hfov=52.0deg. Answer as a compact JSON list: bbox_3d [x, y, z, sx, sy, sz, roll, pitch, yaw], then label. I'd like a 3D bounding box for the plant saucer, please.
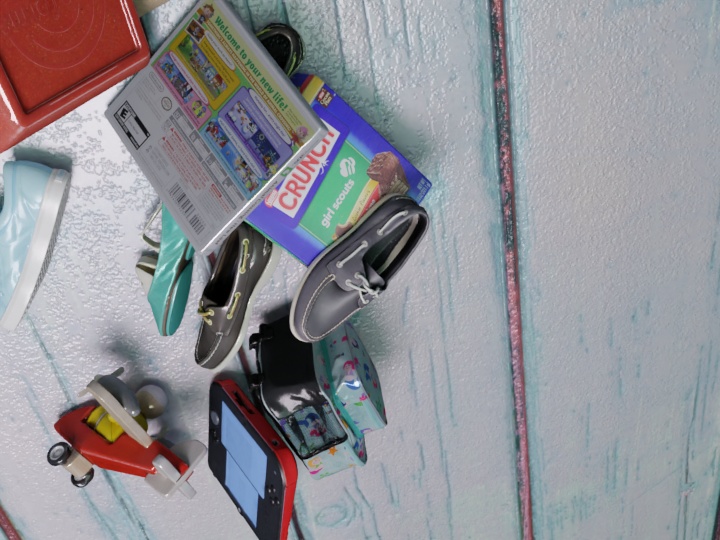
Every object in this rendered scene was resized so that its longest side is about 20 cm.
[{"bbox_3d":[-0.271,-0.230,0.633,0.200,0.036,0.202,-48,141,-39],"label":"plant saucer"}]

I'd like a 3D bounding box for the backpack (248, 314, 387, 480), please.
[{"bbox_3d":[-0.047,0.163,0.959,0.149,0.178,0.202,-16,127,1],"label":"backpack"}]

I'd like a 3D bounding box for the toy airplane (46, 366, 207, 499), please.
[{"bbox_3d":[-0.280,0.211,0.945,0.198,0.142,0.200,32,142,-16],"label":"toy airplane"}]

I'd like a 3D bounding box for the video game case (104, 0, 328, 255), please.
[{"bbox_3d":[-0.152,-0.150,0.746,0.182,0.201,0.022,-42,163,16],"label":"video game case"}]

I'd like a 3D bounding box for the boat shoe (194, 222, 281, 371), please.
[{"bbox_3d":[-0.164,0.032,0.899,0.060,0.072,0.203,13,111,-40],"label":"boat shoe"}]

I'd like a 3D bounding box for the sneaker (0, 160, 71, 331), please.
[{"bbox_3d":[-0.385,-0.031,0.819,0.081,0.074,0.202,20,106,-15],"label":"sneaker"}]

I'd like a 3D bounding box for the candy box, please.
[{"bbox_3d":[-0.040,-0.093,0.836,0.199,0.077,0.170,37,83,-30],"label":"candy box"}]

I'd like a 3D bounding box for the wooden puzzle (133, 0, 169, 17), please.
[{"bbox_3d":[-0.198,-0.364,0.689,0.184,0.037,0.201,-28,128,2],"label":"wooden puzzle"}]

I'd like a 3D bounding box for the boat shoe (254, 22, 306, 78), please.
[{"bbox_3d":[-0.140,-0.182,0.784,0.072,0.061,0.201,43,101,-8],"label":"boat shoe"}]

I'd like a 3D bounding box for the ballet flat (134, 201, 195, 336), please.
[{"bbox_3d":[-0.229,-0.018,0.876,0.070,0.067,0.202,22,115,1],"label":"ballet flat"}]

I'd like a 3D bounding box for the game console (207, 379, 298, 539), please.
[{"bbox_3d":[-0.151,0.260,0.981,0.031,0.200,0.179,-11,125,-36],"label":"game console"}]

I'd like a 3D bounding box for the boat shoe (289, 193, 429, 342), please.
[{"bbox_3d":[0.000,0.000,0.802,0.200,0.063,0.073,-50,122,-7],"label":"boat shoe"}]
